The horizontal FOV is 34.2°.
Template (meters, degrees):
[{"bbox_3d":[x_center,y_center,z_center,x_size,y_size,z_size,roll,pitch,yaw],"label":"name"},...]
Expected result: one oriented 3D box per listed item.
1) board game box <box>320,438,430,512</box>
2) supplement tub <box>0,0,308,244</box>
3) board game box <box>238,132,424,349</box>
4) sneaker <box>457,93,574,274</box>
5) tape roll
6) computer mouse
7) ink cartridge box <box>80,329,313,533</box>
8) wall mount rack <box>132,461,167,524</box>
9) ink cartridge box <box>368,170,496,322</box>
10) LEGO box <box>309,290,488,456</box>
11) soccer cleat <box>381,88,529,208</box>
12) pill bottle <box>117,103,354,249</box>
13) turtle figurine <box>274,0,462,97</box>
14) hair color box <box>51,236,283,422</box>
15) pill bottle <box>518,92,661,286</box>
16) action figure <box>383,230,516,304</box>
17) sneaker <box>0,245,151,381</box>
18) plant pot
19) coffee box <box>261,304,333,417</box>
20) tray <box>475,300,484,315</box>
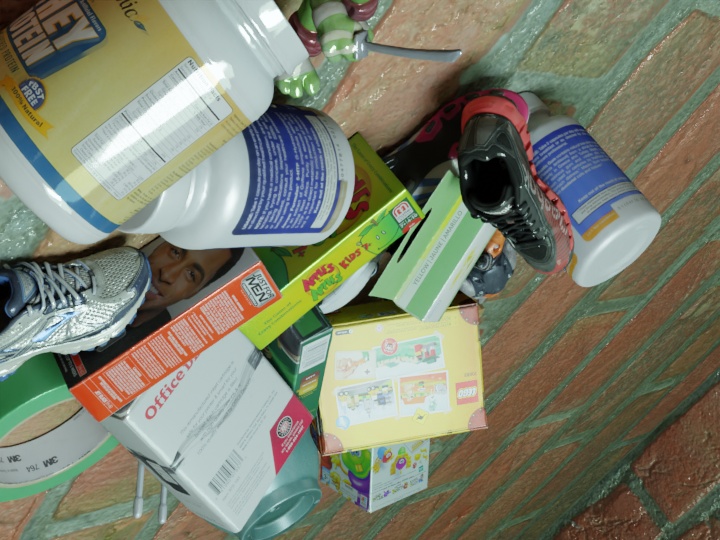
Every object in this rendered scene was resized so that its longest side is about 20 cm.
[{"bbox_3d":[0.019,0.180,1.473,0.104,0.102,0.203,-14,115,-39],"label":"board game box"},{"bbox_3d":[-0.147,-0.129,0.766,0.199,0.145,0.145,-37,156,2],"label":"supplement tub"},{"bbox_3d":[-0.048,-0.029,1.109,0.199,0.102,0.048,-39,137,2],"label":"board game box"},{"bbox_3d":[0.145,-0.064,1.120,0.070,0.202,0.098,-11,-146,32],"label":"sneaker"},{"bbox_3d":[-0.313,0.151,1.162,0.199,0.048,0.201,-30,155,-15],"label":"tape roll"},{"bbox_3d":[0.000,0.000,1.246,0.199,0.044,0.110,-32,-176,26],"label":"computer mouse"},{"bbox_3d":[-0.156,0.136,1.148,0.146,0.083,0.201,-54,131,-24],"label":"ink cartridge box"},{"bbox_3d":[-0.198,0.186,1.289,0.174,0.074,0.200,-49,167,-9],"label":"wall mount rack"},{"bbox_3d":[0.084,-0.019,1.191,0.146,0.048,0.200,-58,169,5],"label":"ink cartridge box"},{"bbox_3d":[0.038,0.115,1.338,0.197,0.151,0.077,-8,-167,-11],"label":"LEGO box"},{"bbox_3d":[0.081,-0.117,1.196,0.199,0.070,0.086,-32,167,0],"label":"soccer cleat"},{"bbox_3d":[-0.109,-0.077,0.938,0.199,0.120,0.120,-4,141,-50],"label":"pill bottle"},{"bbox_3d":[0.015,-0.187,0.847,0.198,0.145,0.194,20,156,-12],"label":"turtle figurine"},{"bbox_3d":[-0.181,0.034,1.053,0.199,0.102,0.061,-34,139,-6],"label":"hair color box"},{"bbox_3d":[0.214,-0.091,1.238,0.111,0.201,0.112,-28,155,-15],"label":"pill bottle"},{"bbox_3d":[0.119,-0.003,1.390,0.199,0.105,0.194,-34,155,3],"label":"action figure"},{"bbox_3d":[-0.267,0.030,0.977,0.199,0.077,0.086,-29,151,-17],"label":"sneaker"},{"bbox_3d":[-0.131,0.262,1.491,0.199,0.135,0.201,-29,154,-16],"label":"plant pot"},{"bbox_3d":[-0.085,0.074,1.235,0.044,0.123,0.201,-26,155,-23],"label":"coffee box"},{"bbox_3d":[0.094,0.115,1.645,0.098,0.037,0.201,-19,151,-33],"label":"tray"}]
